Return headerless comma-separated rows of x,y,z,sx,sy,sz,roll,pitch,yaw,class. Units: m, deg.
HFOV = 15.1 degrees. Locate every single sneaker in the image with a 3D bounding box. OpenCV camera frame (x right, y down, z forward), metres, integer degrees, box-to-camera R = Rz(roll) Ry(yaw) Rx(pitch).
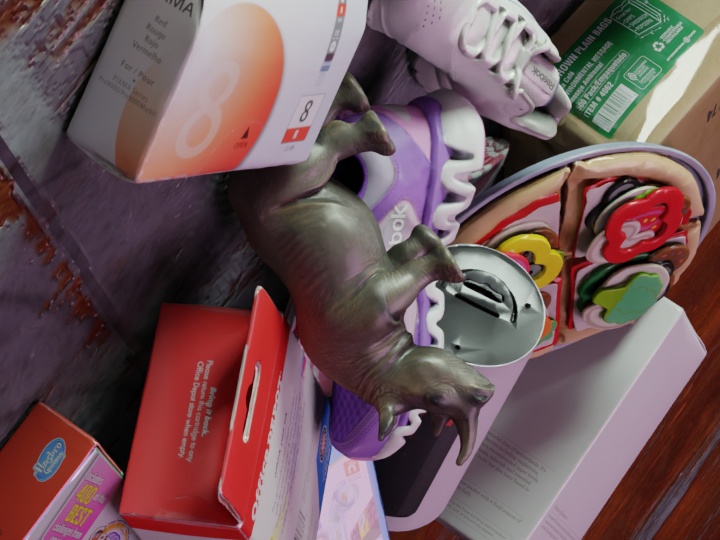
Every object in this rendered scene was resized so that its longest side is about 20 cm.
0.063,-0.126,1.409,0.075,0.087,0.200,-56,158,-1,sneaker
0.000,0.000,1.426,0.088,0.080,0.201,5,101,-27,sneaker

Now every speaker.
0.041,0.069,1.556,0.081,0.081,0.200,-42,167,-34,speaker

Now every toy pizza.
0.119,0.000,1.584,0.199,0.032,0.201,-18,148,-12,toy pizza

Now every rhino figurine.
0.004,0.009,1.359,0.087,0.201,0.060,-28,-175,-1,rhino figurine

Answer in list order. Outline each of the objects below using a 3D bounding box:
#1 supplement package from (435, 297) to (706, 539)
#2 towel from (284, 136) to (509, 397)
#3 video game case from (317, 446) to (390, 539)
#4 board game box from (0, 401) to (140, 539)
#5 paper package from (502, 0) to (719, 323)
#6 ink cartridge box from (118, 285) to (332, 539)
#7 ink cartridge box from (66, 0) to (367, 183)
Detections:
0.119,0.091,1.788,0.200,0.121,0.120,-55,158,-4,supplement package
0.016,0.008,1.573,0.200,0.030,0.147,-26,143,-54,towel
-0.039,0.200,1.553,0.143,0.018,0.201,-23,112,-28,video game case
-0.185,0.177,1.356,0.200,0.040,0.153,-53,159,-11,board game box
0.185,-0.102,1.687,0.200,0.103,0.191,-47,155,-22,paper package
-0.069,0.092,1.397,0.200,0.067,0.117,67,31,-64,ink cartridge box
-0.036,-0.138,1.228,0.162,0.050,0.201,-12,134,-62,ink cartridge box
